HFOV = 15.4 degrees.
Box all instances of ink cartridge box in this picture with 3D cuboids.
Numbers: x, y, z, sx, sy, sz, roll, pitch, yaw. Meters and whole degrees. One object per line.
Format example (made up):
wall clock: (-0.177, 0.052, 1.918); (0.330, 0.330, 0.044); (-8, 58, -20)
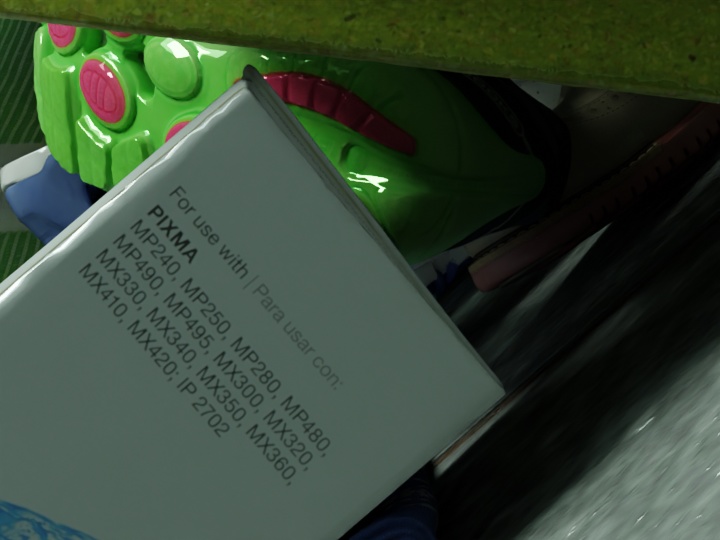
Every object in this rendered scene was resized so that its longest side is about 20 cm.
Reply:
ink cartridge box: (-0.074, 0.056, 0.565); (0.200, 0.083, 0.146); (-40, 2, -3)

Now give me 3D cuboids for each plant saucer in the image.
plant saucer: (0.025, -0.079, 0.588); (0.200, 0.199, 0.048); (-60, -24, -77)

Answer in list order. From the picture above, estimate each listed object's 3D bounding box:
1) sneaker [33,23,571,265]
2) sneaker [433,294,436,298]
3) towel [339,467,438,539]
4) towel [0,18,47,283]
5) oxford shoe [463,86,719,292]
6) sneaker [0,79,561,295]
sneaker: (-0.023, -0.047, 0.718); (0.084, 0.200, 0.077); (0, -66, -41)
sneaker: (0.042, -0.055, 0.969); (0.078, 0.080, 0.200); (-54, 13, 51)
towel: (-0.042, 0.091, 0.619); (0.145, 0.024, 0.200); (-43, 4, 2)
towel: (-0.096, -0.018, 0.846); (0.152, 0.023, 0.200); (-9, -59, -51)
oxford shoe: (0.079, -0.072, 0.760); (0.200, 0.075, 0.070); (-47, 8, -34)
sneaker: (-0.001, 0.000, 0.809); (0.199, 0.115, 0.081); (-14, -1, -13)
